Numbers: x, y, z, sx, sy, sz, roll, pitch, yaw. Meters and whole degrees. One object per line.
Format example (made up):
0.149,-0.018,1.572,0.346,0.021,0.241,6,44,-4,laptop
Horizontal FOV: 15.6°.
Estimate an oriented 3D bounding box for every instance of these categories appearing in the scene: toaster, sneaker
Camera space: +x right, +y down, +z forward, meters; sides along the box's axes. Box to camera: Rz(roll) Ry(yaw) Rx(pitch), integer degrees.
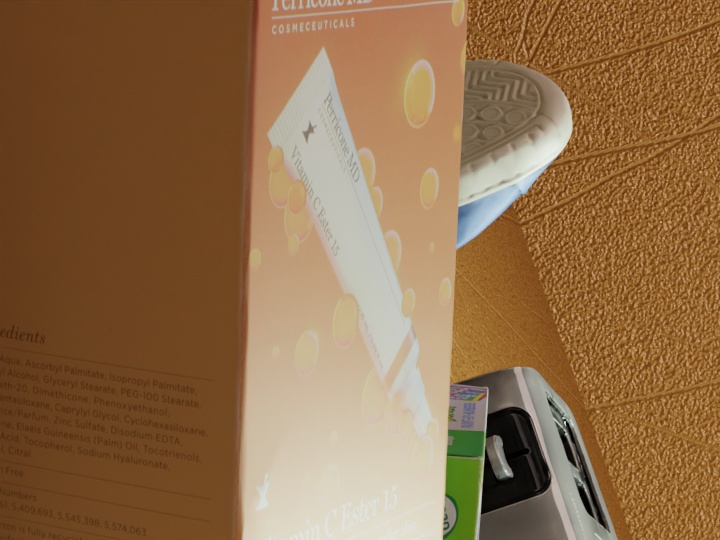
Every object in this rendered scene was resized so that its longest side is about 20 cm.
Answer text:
0.077,0.165,1.418,0.200,0.118,0.182,45,27,-71,toaster
-0.001,-0.001,1.049,0.077,0.199,0.112,55,-10,46,sneaker

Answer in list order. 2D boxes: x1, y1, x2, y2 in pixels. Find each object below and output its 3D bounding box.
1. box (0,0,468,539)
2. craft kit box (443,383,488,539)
-0.041,0.006,0.741,0.124,0.097,0.201,-16,111,-60,box
0.020,0.150,0.976,0.200,0.048,0.199,-55,147,-84,craft kit box
